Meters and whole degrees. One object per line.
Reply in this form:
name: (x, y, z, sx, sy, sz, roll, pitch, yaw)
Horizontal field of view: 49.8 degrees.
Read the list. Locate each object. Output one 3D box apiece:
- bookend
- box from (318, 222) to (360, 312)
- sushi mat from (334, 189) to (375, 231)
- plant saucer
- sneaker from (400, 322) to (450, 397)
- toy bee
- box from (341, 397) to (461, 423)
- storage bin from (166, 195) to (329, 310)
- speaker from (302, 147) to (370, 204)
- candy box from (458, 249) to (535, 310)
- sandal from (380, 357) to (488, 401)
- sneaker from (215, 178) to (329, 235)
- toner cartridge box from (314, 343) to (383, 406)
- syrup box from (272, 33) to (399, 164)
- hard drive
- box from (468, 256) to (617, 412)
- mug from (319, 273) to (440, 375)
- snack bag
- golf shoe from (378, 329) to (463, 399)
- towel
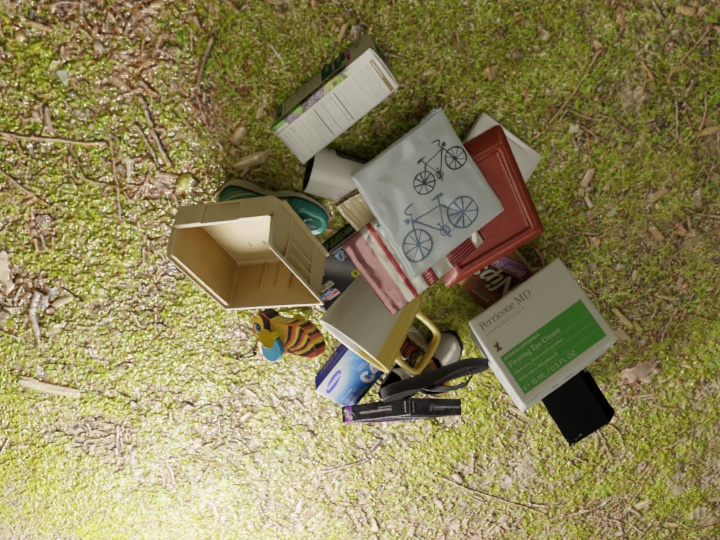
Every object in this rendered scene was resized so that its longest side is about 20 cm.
bookend: (0.409, 0.226, 1.543, 0.091, 0.198, 0.203, -34, 75, 16)
box: (0.000, 0.000, 1.402, 0.198, 0.045, 0.161, -35, 118, 15)
sushi mat: (0.048, -0.069, 1.303, 0.094, 0.012, 0.200, -23, 132, 25)
plant saucer: (0.191, -0.102, 1.277, 0.196, 0.037, 0.203, -29, 105, -4)
sneaker: (0.099, 0.148, 1.421, 0.078, 0.082, 0.200, -44, 95, -6)
toy bee: (-0.160, 0.109, 1.418, 0.195, 0.131, 0.112, -9, 99, 12)
box: (0.077, 0.269, 1.489, 0.140, 0.037, 0.198, 8, 161, -39)
storage bin: (-0.179, -0.026, 1.262, 0.195, 0.096, 0.199, -3, 150, 25)
speaker: (0.003, -0.144, 1.291, 0.195, 0.082, 0.083, 14, 120, -13)
candy box: (0.217, -0.023, 1.404, 0.116, 0.057, 0.200, -39, 116, 15)
sandal: (0.132, 0.199, 1.350, 0.195, 0.044, 0.076, -18, 161, -4)
sneaker: (-0.148, -0.091, 1.310, 0.195, 0.080, 0.079, 10, 121, -13)
toner cartridge box: (0.002, 0.174, 1.510, 0.094, 0.044, 0.201, 28, 114, -20)
syrup box: (-0.041, -0.268, 1.212, 0.198, 0.079, 0.081, -37, 118, 16)
hard drive: (0.199, -0.141, 1.303, 0.130, 0.025, 0.203, 31, 94, -16)
box: (0.315, 0.118, 1.370, 0.197, 0.173, 0.200, -35, 163, 1)
mug: (0.039, 0.077, 1.342, 0.155, 0.148, 0.187, -55, 132, -10)
snack bag: (0.100, -0.119, 1.210, 0.187, 0.021, 0.202, -36, 103, -1)
golf shoe: (0.115, 0.193, 1.495, 0.200, 0.094, 0.078, -44, 74, 17)
towel: (0.086, -0.045, 1.242, 0.198, 0.023, 0.145, -37, 103, 0)
